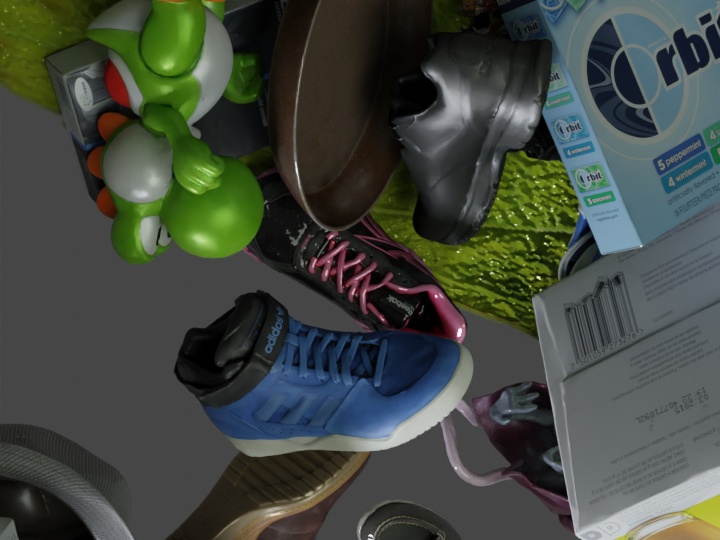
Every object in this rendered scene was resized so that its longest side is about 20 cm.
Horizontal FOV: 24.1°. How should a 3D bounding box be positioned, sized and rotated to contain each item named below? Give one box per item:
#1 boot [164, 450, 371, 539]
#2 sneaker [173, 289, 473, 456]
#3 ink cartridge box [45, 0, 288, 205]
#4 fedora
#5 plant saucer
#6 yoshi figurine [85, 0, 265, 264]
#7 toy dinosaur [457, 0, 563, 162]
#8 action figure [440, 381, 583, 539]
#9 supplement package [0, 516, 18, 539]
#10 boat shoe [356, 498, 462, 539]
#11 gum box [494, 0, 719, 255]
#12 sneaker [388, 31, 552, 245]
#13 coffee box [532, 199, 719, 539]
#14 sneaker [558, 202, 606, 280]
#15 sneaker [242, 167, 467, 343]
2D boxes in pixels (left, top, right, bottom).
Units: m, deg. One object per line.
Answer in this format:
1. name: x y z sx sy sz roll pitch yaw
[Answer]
1. boot: -0.059 0.204 1.235 0.200 0.072 0.166 -36 140 -11
2. sneaker: -0.033 0.061 1.098 0.111 0.200 0.077 48 45 -35
3. ink cartridge box: -0.087 -0.119 1.045 0.200 0.039 0.100 -26 125 -18
4. fedora: -0.213 0.158 1.051 0.200 0.090 0.177 -4 118 15
5. plant saucer: -0.008 -0.125 1.039 0.200 0.034 0.200 13 90 -69
6. yoshi figurine: -0.089 -0.090 0.970 0.112 0.112 0.200 -6 120 -35
7. toy dinosaur: 0.153 -0.139 1.153 0.200 0.102 0.136 10 93 -12
8. action figure: 0.157 0.167 1.310 0.149 0.134 0.200 -11 155 11
9. supplement package: -0.296 0.228 0.988 0.111 0.200 0.156 -60 147 -51
10. boat shoe: 0.070 0.247 1.328 0.067 0.057 0.200 -43 129 -4
11. gum box: 0.190 -0.136 1.113 0.170 0.045 0.200 -28 98 -32
12. sneaker: 0.057 -0.090 1.086 0.091 0.076 0.200 14 144 -6
13. coffee box: 0.266 0.095 1.184 0.200 0.200 0.198 -29 137 26
14. sneaker: 0.217 0.000 1.282 0.146 0.081 0.200 -15 131 -9
15. sneaker: 0.000 0.000 1.128 0.200 0.095 0.079 32 97 -38
